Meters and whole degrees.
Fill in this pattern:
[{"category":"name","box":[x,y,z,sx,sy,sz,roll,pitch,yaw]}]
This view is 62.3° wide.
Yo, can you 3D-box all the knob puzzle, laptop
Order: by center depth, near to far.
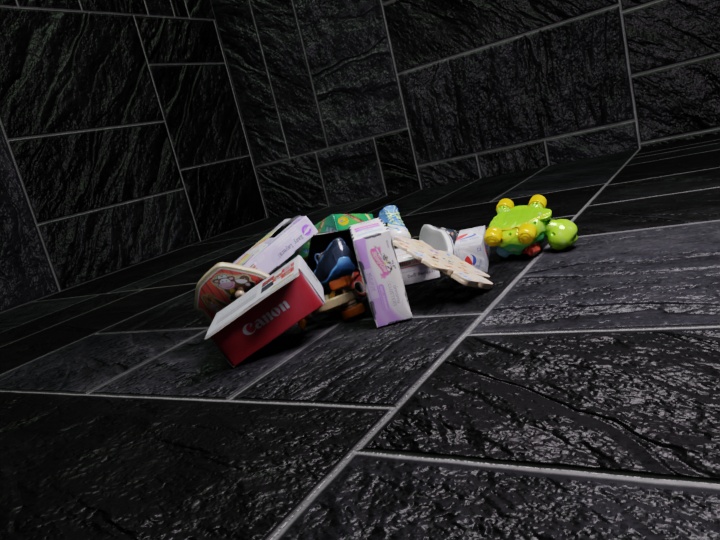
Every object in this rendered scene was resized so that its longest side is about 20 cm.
[{"category":"knob puzzle","box":[-0.241,0.061,1.185,0.219,0.220,0.031,-12,46,10]},{"category":"laptop","box":[-0.057,-0.054,1.328,0.177,0.104,0.200,-10,14,-23]}]

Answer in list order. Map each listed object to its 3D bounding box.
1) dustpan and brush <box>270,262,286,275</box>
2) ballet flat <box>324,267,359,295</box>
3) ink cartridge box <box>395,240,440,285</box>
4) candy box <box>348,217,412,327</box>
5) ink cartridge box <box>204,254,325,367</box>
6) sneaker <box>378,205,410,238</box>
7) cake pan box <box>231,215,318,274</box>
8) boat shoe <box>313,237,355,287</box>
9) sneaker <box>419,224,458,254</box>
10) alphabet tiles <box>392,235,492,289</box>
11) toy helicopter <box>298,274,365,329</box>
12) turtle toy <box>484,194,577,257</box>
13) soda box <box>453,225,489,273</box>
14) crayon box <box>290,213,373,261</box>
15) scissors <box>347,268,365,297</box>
[{"category":"dustpan and brush","box":[-0.226,0.023,1.363,0.200,0.057,0.140,-14,29,39]},{"category":"ballet flat","box":[-0.092,0.029,1.384,0.199,0.069,0.071,-21,27,-18]},{"category":"ink cartridge box","box":[0.109,-0.013,1.350,0.117,0.068,0.200,-13,11,-1]},{"category":"candy box","box":[0.034,-0.003,1.139,0.071,0.168,0.200,-15,11,0]},{"category":"ink cartridge box","box":[-0.167,0.075,1.069,0.200,0.084,0.176,-35,12,2]},{"category":"sneaker","box":[0.072,-0.110,1.462,0.075,0.105,0.200,-12,-2,-6]},{"category":"cake pan box","box":[-0.199,-0.045,1.330,0.200,0.052,0.184,-41,17,-14]},{"category":"boat shoe","box":[-0.049,-0.014,1.210,0.084,0.069,0.200,-8,-13,-23]},{"category":"sneaker","box":[0.205,-0.059,1.419,0.079,0.079,0.200,12,20,-15]},{"category":"alphabet tiles","box":[0.158,-0.017,1.157,0.195,0.015,0.200,9,21,-48]},{"category":"toy helicopter","box":[-0.067,0.067,1.222,0.132,0.079,0.200,-23,1,-1]},{"category":"turtle toy","box":[0.370,-0.086,1.303,0.199,0.101,0.146,-2,39,35]},{"category":"soda box","box":[0.253,-0.047,1.342,0.063,0.069,0.200,-11,13,17]},{"category":"crayon box","box":[-0.068,-0.073,1.406,0.118,0.058,0.200,-5,-13,-39]},{"category":"scissors","box":[0.000,0.000,1.369,0.014,0.073,0.200,-53,3,31]}]
